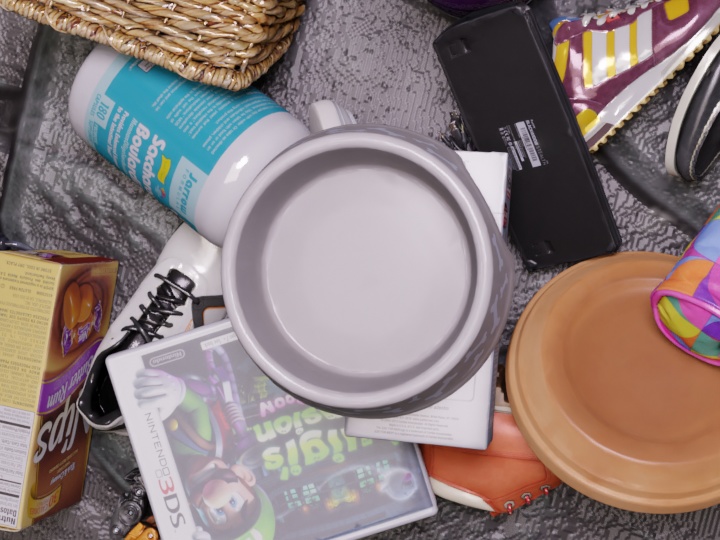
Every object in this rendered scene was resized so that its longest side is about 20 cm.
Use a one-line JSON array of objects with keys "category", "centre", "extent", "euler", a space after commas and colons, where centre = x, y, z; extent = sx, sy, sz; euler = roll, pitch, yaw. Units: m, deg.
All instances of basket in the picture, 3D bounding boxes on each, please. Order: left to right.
[{"category": "basket", "centre": [-0.141, -0.215, 0.973], "extent": [0.200, 0.143, 0.149], "euler": [19, 89, 6]}]

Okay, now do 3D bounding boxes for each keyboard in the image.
[{"category": "keyboard", "centre": [0.112, -0.095, 0.953], "extent": [0.104, 0.040, 0.200], "euler": [-12, 115, 29]}]

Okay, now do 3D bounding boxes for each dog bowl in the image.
[{"category": "dog bowl", "centre": [0.000, 0.000, 0.869], "extent": [0.200, 0.059, 0.200], "euler": [0, 89, 8]}]

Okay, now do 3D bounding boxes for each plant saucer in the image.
[{"category": "plant saucer", "centre": [0.201, 0.068, 0.923], "extent": [0.200, 0.037, 0.200], "euler": [0, 59, 0]}]

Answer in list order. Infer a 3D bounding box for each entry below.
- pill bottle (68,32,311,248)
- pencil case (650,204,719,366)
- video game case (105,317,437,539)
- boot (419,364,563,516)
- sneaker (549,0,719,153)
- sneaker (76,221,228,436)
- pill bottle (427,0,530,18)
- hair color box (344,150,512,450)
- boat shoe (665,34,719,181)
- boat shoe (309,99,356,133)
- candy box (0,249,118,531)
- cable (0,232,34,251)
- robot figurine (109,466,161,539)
[{"category": "pill bottle", "centre": [-0.110, -0.090, 0.976], "extent": [0.200, 0.111, 0.111], "euler": [37, 98, 19]}, {"category": "pencil case", "centre": [0.281, -0.026, 0.900], "extent": [0.088, 0.088, 0.200], "euler": [40, 74, 7]}, {"category": "video game case", "centre": [-0.064, 0.119, 0.972], "extent": [0.200, 0.023, 0.182], "euler": [-18, 90, 1]}, {"category": "boot", "centre": [0.135, 0.134, 0.977], "extent": [0.200, 0.075, 0.107], "euler": [11, 103, 13]}, {"category": "sneaker", "centre": [0.186, -0.165, 0.952], "extent": [0.090, 0.075, 0.200], "euler": [44, 97, 1]}, {"category": "sneaker", "centre": [-0.149, 0.042, 1.019], "extent": [0.074, 0.080, 0.200], "euler": [28, 94, 11]}, {"category": "pill bottle", "centre": [0.076, -0.234, 0.907], "extent": [0.112, 0.200, 0.113], "euler": [0, 91, 10]}, {"category": "hair color box", "centre": [0.048, 0.017, 0.922], "extent": [0.099, 0.061, 0.200], "euler": [4, 90, 10]}, {"category": "boat shoe", "centre": [0.285, -0.143, 0.929], "extent": [0.068, 0.072, 0.200], "euler": [40, 97, 32]}, {"category": "boat shoe", "centre": [0.021, -0.039, 0.994], "extent": [0.068, 0.072, 0.200], "euler": [-20, 78, -13]}, {"category": "candy box", "centre": [-0.243, 0.087, 1.018], "extent": [0.056, 0.117, 0.200], "euler": [12, 94, 10]}, {"category": "cable", "centre": [-0.340, 0.057, 1.069], "extent": [0.163, 0.051, 0.200], "euler": [12, 94, 10]}, {"category": "robot figurine", "centre": [-0.095, 0.175, 1.022], "extent": [0.200, 0.058, 0.145], "euler": [-45, 83, 8]}]
